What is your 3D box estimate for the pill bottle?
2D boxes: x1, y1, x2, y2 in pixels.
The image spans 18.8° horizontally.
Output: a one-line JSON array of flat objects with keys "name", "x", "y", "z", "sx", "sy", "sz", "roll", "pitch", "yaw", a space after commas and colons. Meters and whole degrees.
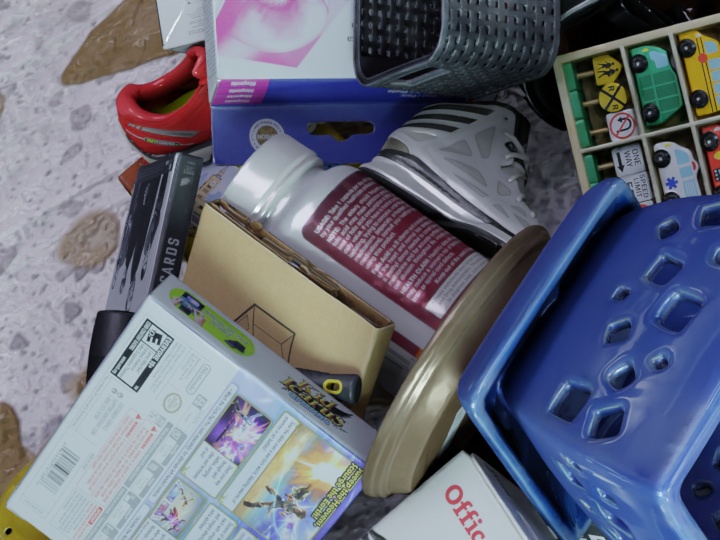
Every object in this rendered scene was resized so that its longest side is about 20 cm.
[{"name": "pill bottle", "x": 0.000, "y": 0.000, "z": 1.496, "sx": 0.200, "sy": 0.114, "sz": 0.114, "roll": 36, "pitch": 74, "yaw": 11}]

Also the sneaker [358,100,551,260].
[{"name": "sneaker", "x": 0.108, "y": -0.054, "z": 1.529, "sx": 0.200, "sy": 0.076, "sz": 0.115, "roll": 34, "pitch": 70, "yaw": 15}]

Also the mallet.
[{"name": "mallet", "x": -0.095, "y": 0.076, "z": 1.433, "sx": 0.200, "sy": 0.041, "sz": 0.066, "roll": 14, "pitch": 89, "yaw": 25}]

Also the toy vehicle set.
[{"name": "toy vehicle set", "x": 0.211, "y": -0.061, "z": 1.463, "sx": 0.124, "sy": 0.027, "sz": 0.200, "roll": -14, "pitch": 86, "yaw": 19}]

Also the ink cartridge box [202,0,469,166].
[{"name": "ink cartridge box", "x": -0.014, "y": -0.178, "z": 1.570, "sx": 0.196, "sy": 0.043, "sz": 0.201, "roll": -3, "pitch": 83, "yaw": -15}]

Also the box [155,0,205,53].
[{"name": "box", "x": -0.064, "y": -0.202, "z": 1.696, "sx": 0.116, "sy": 0.200, "sz": 0.060, "roll": -11, "pitch": 86, "yaw": 21}]

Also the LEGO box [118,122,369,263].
[{"name": "LEGO box", "x": -0.069, "y": -0.047, "z": 1.655, "sx": 0.149, "sy": 0.077, "sz": 0.200, "roll": -40, "pitch": 46, "yaw": -5}]

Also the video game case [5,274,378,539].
[{"name": "video game case", "x": -0.107, "y": 0.133, "z": 1.416, "sx": 0.200, "sy": 0.181, "sz": 0.045, "roll": -53, "pitch": -2, "yaw": 28}]

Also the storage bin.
[{"name": "storage bin", "x": 0.066, "y": -0.228, "z": 1.499, "sx": 0.135, "sy": 0.094, "sz": 0.201, "roll": -12, "pitch": 74, "yaw": 64}]

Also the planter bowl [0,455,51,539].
[{"name": "planter bowl", "x": -0.197, "y": 0.183, "z": 1.537, "sx": 0.200, "sy": 0.084, "sz": 0.201, "roll": -16, "pitch": 48, "yaw": 18}]

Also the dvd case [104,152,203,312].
[{"name": "dvd case", "x": -0.158, "y": 0.019, "z": 1.563, "sx": 0.150, "sy": 0.025, "sz": 0.201, "roll": 175, "pitch": 107, "yaw": -74}]

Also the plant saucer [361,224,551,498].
[{"name": "plant saucer", "x": 0.068, "y": 0.062, "z": 1.356, "sx": 0.029, "sy": 0.200, "sz": 0.200, "roll": 34, "pitch": 73, "yaw": 13}]

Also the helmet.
[{"name": "helmet", "x": 0.185, "y": -0.214, "z": 1.569, "sx": 0.200, "sy": 0.200, "sz": 0.191, "roll": -16, "pitch": 50, "yaw": 18}]

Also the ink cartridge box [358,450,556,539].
[{"name": "ink cartridge box", "x": 0.042, "y": 0.233, "z": 1.329, "sx": 0.200, "sy": 0.084, "sz": 0.145, "roll": -41, "pitch": 50, "yaw": 10}]

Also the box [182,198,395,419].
[{"name": "box", "x": -0.067, "y": 0.076, "z": 1.471, "sx": 0.163, "sy": 0.200, "sz": 0.021, "roll": 35, "pitch": 33, "yaw": 27}]

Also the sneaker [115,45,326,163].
[{"name": "sneaker", "x": -0.091, "y": -0.138, "z": 1.626, "sx": 0.200, "sy": 0.085, "sz": 0.077, "roll": -22, "pitch": 47, "yaw": 12}]

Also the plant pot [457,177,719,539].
[{"name": "plant pot", "x": 0.184, "y": 0.072, "z": 1.270, "sx": 0.180, "sy": 0.200, "sz": 0.200, "roll": 19, "pitch": 67, "yaw": 39}]

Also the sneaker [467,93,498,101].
[{"name": "sneaker", "x": 0.073, "y": -0.222, "z": 1.691, "sx": 0.071, "sy": 0.113, "sz": 0.200, "roll": -10, "pitch": 50, "yaw": 22}]

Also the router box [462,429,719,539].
[{"name": "router box", "x": 0.166, "y": 0.109, "z": 1.413, "sx": 0.200, "sy": 0.051, "sz": 0.149, "roll": 7, "pitch": 60, "yaw": 33}]
